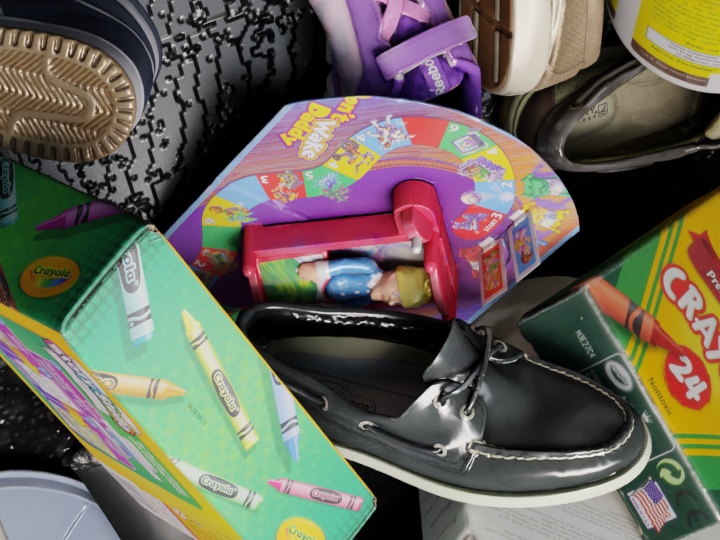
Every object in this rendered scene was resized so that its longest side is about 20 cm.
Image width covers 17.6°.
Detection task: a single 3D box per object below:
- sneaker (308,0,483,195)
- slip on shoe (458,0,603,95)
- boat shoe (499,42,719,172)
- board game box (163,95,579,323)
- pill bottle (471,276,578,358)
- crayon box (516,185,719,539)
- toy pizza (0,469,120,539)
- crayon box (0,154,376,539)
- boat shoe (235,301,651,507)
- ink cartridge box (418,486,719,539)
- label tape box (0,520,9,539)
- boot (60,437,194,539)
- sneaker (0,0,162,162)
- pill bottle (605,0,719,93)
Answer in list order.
[{"bbox_3d":[0.014,-0.117,1.056,0.080,0.088,0.201,-22,120,-10],"label":"sneaker"},{"bbox_3d":[0.084,-0.179,1.058,0.060,0.076,0.201,-10,112,-23],"label":"slip on shoe"},{"bbox_3d":[0.169,-0.090,1.147,0.199,0.065,0.073,-24,121,-11],"label":"boat shoe"},{"bbox_3d":[0.000,0.000,1.075,0.158,0.039,0.200,23,136,-25],"label":"board game box"},{"bbox_3d":[0.117,0.109,1.196,0.111,0.111,0.200,-33,123,-4],"label":"pill bottle"},{"bbox_3d":[0.176,0.033,1.130,0.200,0.051,0.127,-32,91,-47],"label":"crayon box"},{"bbox_3d":[-0.190,0.186,1.147,0.199,0.032,0.201,-13,118,-26],"label":"toy pizza"},{"bbox_3d":[-0.090,0.046,0.975,0.058,0.119,0.200,-50,133,-16],"label":"crayon box"},{"bbox_3d":[0.032,0.050,1.041,0.066,0.199,0.075,81,31,-44],"label":"boat shoe"},{"bbox_3d":[0.123,0.163,1.059,0.199,0.174,0.044,24,122,-18],"label":"ink cartridge box"},{"bbox_3d":[-0.234,0.041,0.995,0.063,0.144,0.200,-32,123,-5],"label":"label tape box"},{"bbox_3d":[-0.097,0.140,1.117,0.198,0.073,0.163,-38,122,-27],"label":"boot"},{"bbox_3d":[-0.180,-0.106,0.999,0.199,0.109,0.070,19,112,2],"label":"sneaker"},{"bbox_3d":[0.170,-0.167,1.030,0.109,0.110,0.200,-25,161,-10],"label":"pill bottle"}]
